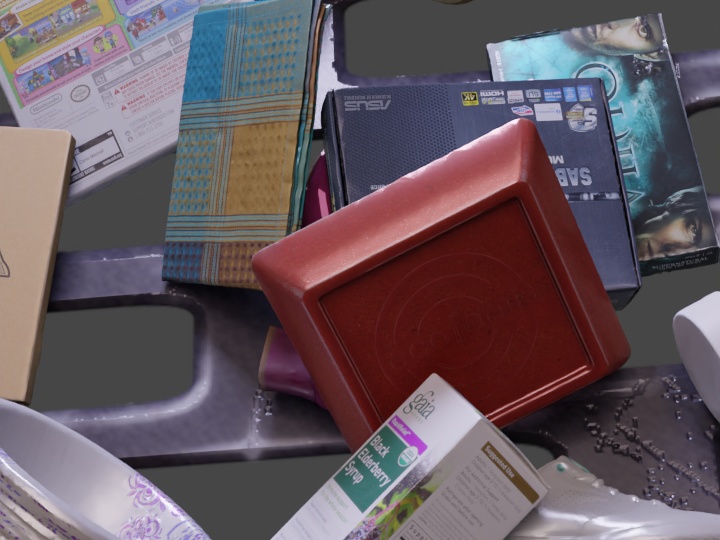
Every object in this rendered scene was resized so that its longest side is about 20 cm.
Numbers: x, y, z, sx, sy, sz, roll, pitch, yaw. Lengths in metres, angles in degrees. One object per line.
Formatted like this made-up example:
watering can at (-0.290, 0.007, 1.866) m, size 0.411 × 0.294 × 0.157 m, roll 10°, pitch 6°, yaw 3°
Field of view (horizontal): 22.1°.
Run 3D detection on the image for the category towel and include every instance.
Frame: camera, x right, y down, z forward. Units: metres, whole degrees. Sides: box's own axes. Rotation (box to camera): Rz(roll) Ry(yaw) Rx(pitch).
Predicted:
towel at (-0.081, -0.088, 1.281) m, size 0.146 × 0.022 × 0.202 m, roll 4°, pitch 87°, yaw 49°

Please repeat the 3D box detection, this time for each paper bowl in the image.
paper bowl at (-0.189, 0.173, 1.139) m, size 0.200 × 0.200 × 0.105 m, roll 37°, pitch 93°, yaw 22°

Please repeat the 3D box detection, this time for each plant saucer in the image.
plant saucer at (0.059, 0.032, 1.173) m, size 0.198 × 0.201 × 0.037 m, roll -27°, pitch 28°, yaw 2°

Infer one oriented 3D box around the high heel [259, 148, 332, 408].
high heel at (0.000, 0.000, 1.271) m, size 0.095 × 0.067 × 0.202 m, roll 10°, pitch 77°, yaw 16°

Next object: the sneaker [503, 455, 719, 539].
sneaker at (0.149, 0.158, 1.180) m, size 0.198 × 0.076 × 0.089 m, roll -3°, pitch 51°, yaw 7°

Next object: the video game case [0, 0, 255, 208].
video game case at (-0.174, -0.171, 1.361) m, size 0.199 × 0.022 × 0.183 m, roll -26°, pitch 83°, yaw 6°

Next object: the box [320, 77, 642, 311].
box at (0.079, -0.047, 1.240) m, size 0.198 × 0.051 × 0.159 m, roll -3°, pitch 70°, yaw -10°

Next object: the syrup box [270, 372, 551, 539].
syrup box at (0.014, 0.169, 1.144) m, size 0.200 × 0.081 × 0.079 m, roll -46°, pitch 28°, yaw -2°

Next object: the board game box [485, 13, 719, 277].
board game box at (0.172, -0.086, 1.322) m, size 0.134 × 0.028 × 0.202 m, roll -10°, pitch 62°, yaw 2°

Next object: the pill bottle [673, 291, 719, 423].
pill bottle at (0.313, 0.024, 1.202) m, size 0.199 × 0.110 × 0.110 m, roll -27°, pitch 63°, yaw -7°

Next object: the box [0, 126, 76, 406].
box at (-0.298, -0.008, 1.326) m, size 0.162 × 0.021 × 0.202 m, roll 4°, pitch 74°, yaw 10°

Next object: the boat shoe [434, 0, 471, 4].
boat shoe at (0.007, -0.264, 1.414) m, size 0.198 × 0.063 × 0.074 m, roll 16°, pitch 67°, yaw 17°
